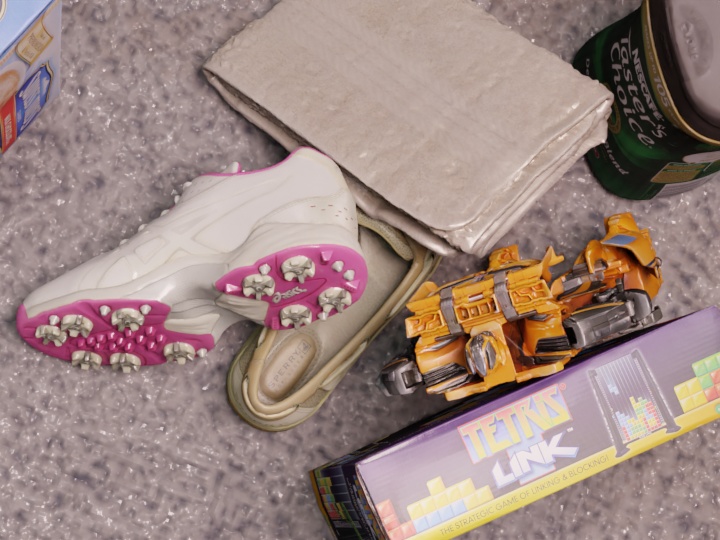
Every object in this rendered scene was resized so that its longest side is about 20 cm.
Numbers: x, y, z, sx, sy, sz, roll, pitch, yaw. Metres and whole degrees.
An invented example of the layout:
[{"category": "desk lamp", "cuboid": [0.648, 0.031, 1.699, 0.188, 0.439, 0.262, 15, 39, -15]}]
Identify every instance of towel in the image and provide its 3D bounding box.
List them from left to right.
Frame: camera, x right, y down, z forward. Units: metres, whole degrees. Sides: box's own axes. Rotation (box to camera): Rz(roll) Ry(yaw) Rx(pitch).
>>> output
[{"category": "towel", "cuboid": [0.027, -0.097, 1.040, 0.200, 0.034, 0.133, 38, 70, 25]}]

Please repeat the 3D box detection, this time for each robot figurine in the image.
[{"category": "robot figurine", "cuboid": [0.085, 0.018, 0.973, 0.145, 0.200, 0.058, -17, 92, 21]}]

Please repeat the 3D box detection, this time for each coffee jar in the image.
[{"category": "coffee jar", "cuboid": [0.178, -0.105, 1.016, 0.085, 0.200, 0.104, -12, 83, -11]}]

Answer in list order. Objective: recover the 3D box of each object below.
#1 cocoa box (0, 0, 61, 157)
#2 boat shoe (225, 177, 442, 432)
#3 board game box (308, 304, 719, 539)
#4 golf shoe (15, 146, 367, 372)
[{"category": "cocoa box", "cuboid": [-0.238, -0.108, 0.952, 0.133, 0.200, 0.131, 41, 77, -1]}, {"category": "boat shoe", "cuboid": [-0.002, -0.001, 1.042, 0.073, 0.063, 0.201, 38, 78, -2]}, {"category": "board game box", "cuboid": [0.082, 0.086, 0.990, 0.200, 0.165, 0.057, -23, 86, -12]}, {"category": "golf shoe", "cuboid": [-0.089, -0.005, 1.011, 0.200, 0.075, 0.092, -14, 55, 18]}]
